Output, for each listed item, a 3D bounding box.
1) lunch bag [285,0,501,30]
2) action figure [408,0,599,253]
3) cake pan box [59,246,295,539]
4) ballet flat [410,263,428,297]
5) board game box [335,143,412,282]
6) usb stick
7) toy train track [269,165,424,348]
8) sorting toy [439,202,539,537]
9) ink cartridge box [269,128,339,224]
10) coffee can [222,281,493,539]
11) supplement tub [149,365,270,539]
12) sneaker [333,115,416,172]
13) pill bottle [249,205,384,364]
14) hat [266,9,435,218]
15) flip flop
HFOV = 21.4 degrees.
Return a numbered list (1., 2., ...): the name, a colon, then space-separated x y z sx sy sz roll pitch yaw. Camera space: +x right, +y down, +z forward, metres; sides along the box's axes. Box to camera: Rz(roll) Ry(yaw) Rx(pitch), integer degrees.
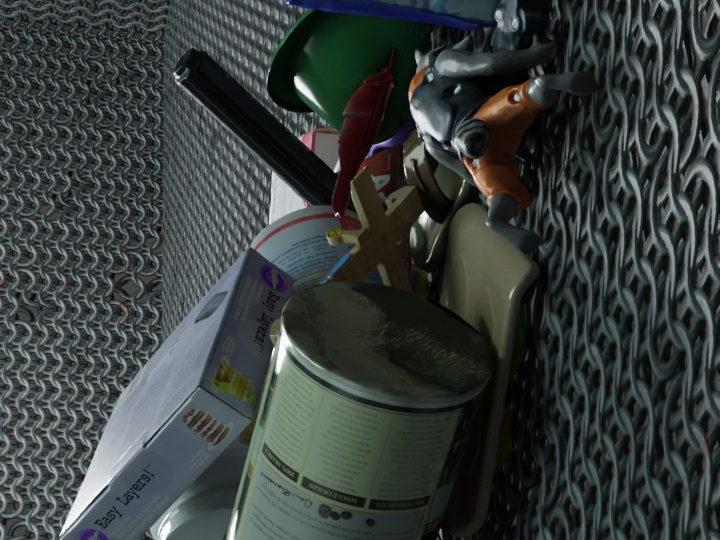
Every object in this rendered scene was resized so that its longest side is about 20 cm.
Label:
1. lunch bag: 0.034 -0.282 1.387 0.127 0.170 0.200 171 104 -79
2. action figure: 0.084 -0.124 1.259 0.193 0.105 0.200 -136 49 -63
3. cake pan box: -0.136 0.103 1.403 0.200 0.052 0.184 -47 13 29
4. ballet flat: 0.015 0.022 1.654 0.200 0.067 0.067 173 115 -73
5. board game box: 0.000 0.000 1.577 0.103 0.019 0.200 -22 55 38
6. usb stick: -0.071 -0.104 1.545 0.033 0.200 0.055 -43 15 18
7. toy train track: -0.015 0.000 1.395 0.200 0.033 0.115 -49 -52 -43
8. sorting toy: 0.084 0.068 1.366 0.185 0.036 0.200 -120 40 -70
9. ink cartridge box: -0.033 -0.055 1.848 0.200 0.083 0.147 172 101 -78
10. coffee can: -0.005 0.129 1.299 0.146 0.146 0.200 -105 27 -59
11. supplement tub: -0.101 0.161 1.555 0.200 0.145 0.145 -93 13 -49
12. sneaker: 0.007 -0.060 1.677 0.083 0.081 0.200 -108 25 -48
13. pill bottle: -0.018 0.053 1.466 0.109 0.109 0.200 106 155 -44
14. hat: 0.031 -0.124 1.535 0.176 0.200 0.166 54 172 24
15. flip flop: 0.057 -0.076 1.475 0.200 0.058 0.081 107 163 -48
